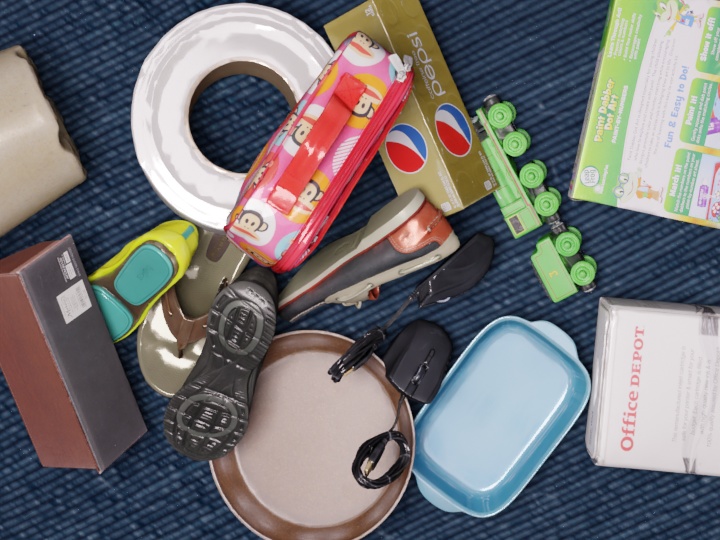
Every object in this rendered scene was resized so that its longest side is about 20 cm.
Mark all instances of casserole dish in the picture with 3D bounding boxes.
[{"bbox_3d":[0.126,0.133,1.335,0.121,0.039,0.201,36,97,-1],"label":"casserole dish"}]

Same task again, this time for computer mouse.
[{"bbox_3d":[0.050,0.037,1.286,0.200,0.059,0.034,-41,90,-16],"label":"computer mouse"},{"bbox_3d":[0.040,0.113,1.272,0.058,0.201,0.034,35,135,-12],"label":"computer mouse"}]

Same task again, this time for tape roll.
[{"bbox_3d":[-0.104,-0.132,1.285,0.200,0.071,0.205,0,87,-6],"label":"tape roll"}]

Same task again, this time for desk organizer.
[{"bbox_3d":[-0.274,0.077,1.292,0.076,0.072,0.202,-3,115,34],"label":"desk organizer"}]

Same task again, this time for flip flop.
[{"bbox_3d":[-0.150,0.022,1.328,0.080,0.058,0.202,27,96,0],"label":"flip flop"}]

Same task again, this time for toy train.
[{"bbox_3d":[0.152,-0.064,1.314,0.056,0.042,0.201,-28,93,16],"label":"toy train"}]

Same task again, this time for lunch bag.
[{"bbox_3d":[-0.035,-0.097,1.167,0.082,0.176,0.201,33,85,-4],"label":"lunch bag"}]

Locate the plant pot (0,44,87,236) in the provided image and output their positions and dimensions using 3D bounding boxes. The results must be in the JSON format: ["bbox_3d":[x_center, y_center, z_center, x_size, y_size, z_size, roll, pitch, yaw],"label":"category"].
[{"bbox_3d":[-0.351,-0.100,1.275,0.182,0.200,0.202,-26,94,-6],"label":"plant pot"}]

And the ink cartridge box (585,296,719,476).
[{"bbox_3d":[0.309,0.106,1.298,0.197,0.085,0.148,5,96,1],"label":"ink cartridge box"}]

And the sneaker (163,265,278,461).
[{"bbox_3d":[-0.116,0.085,1.301,0.075,0.091,0.201,27,115,-1],"label":"sneaker"}]

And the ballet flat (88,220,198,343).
[{"bbox_3d":[-0.211,0.012,1.318,0.067,0.067,0.199,46,132,-11],"label":"ballet flat"}]

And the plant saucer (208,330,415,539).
[{"bbox_3d":[-0.044,0.156,1.333,0.198,0.034,0.203,0,88,13],"label":"plant saucer"}]

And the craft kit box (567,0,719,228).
[{"bbox_3d":[0.303,-0.142,1.295,0.195,0.049,0.202,12,96,-1],"label":"craft kit box"}]

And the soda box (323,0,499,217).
[{"bbox_3d":[0.046,-0.146,1.285,0.064,0.068,0.202,-21,95,41],"label":"soda box"}]

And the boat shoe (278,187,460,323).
[{"bbox_3d":[0.000,0.000,1.291,0.199,0.071,0.063,-34,109,32],"label":"boat shoe"}]
